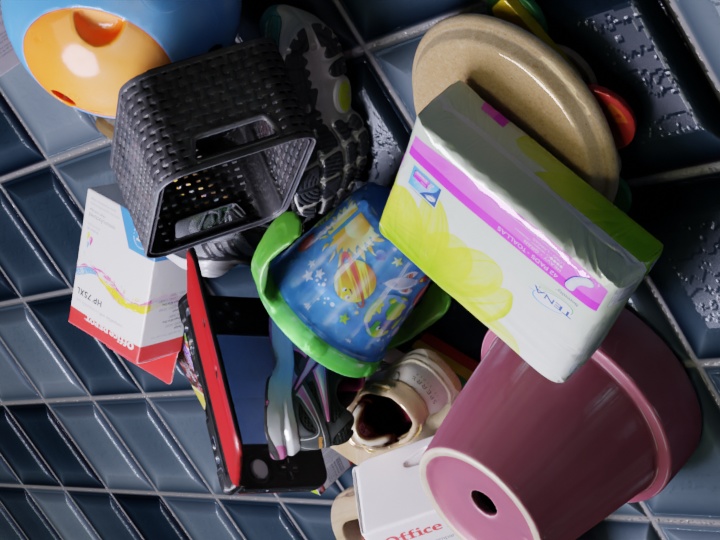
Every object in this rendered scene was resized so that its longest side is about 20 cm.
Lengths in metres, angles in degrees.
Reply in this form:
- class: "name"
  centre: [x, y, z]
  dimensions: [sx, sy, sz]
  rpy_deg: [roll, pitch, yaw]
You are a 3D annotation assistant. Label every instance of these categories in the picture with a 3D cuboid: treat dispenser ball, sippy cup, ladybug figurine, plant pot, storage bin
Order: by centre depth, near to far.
- class: "plant pot"
  centre: [0.151, 0.141, 1.382]
  dimensions: [0.200, 0.179, 0.201]
  rpy_deg: [34, 148, 25]
- class: "storage bin"
  centre: [-0.126, -0.098, 1.388]
  dimensions: [0.200, 0.134, 0.094]
  rpy_deg: [123, 126, -70]
- class: "treat dispenser ball"
  centre: [-0.199, -0.228, 1.399]
  dimensions: [0.200, 0.201, 0.202]
  rpy_deg: [33, 147, 25]
- class: "sippy cup"
  centre: [0.000, 0.000, 1.449]
  dimensions: [0.140, 0.178, 0.130]
  rpy_deg: [46, 112, 11]
- class: "ladybug figurine"
  centre: [0.043, 0.274, 1.789]
  dimensions: [0.136, 0.072, 0.200]
  rpy_deg: [54, 151, -8]

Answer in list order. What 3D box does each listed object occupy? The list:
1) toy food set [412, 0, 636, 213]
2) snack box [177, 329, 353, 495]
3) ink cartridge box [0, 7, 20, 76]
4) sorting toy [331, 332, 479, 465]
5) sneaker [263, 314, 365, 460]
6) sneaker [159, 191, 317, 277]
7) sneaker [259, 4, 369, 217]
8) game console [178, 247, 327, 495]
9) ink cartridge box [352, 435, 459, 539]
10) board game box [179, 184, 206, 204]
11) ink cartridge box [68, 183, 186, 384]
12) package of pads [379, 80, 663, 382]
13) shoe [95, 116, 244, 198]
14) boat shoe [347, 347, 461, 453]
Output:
- class: "toy food set"
  centre: [0.122, -0.110, 1.261]
  dimensions: [0.200, 0.049, 0.198]
  rpy_deg: [50, 150, -2]
- class: "snack box"
  centre: [-0.112, 0.136, 1.839]
  dimensions: [0.168, 0.068, 0.201]
  rpy_deg: [12, 135, 48]
- class: "ink cartridge box"
  centre: [-0.375, -0.309, 1.592]
  dimensions: [0.146, 0.147, 0.201]
  rpy_deg: [16, 136, 45]
- class: "sorting toy"
  centre: [0.035, 0.122, 1.625]
  dimensions: [0.198, 0.070, 0.201]
  rpy_deg: [30, 146, 30]
- class: "sneaker"
  centre: [-0.038, 0.087, 1.500]
  dimensions: [0.086, 0.201, 0.081]
  rpy_deg: [-1, 140, 1]
- class: "sneaker"
  centre: [-0.118, -0.049, 1.588]
  dimensions: [0.199, 0.076, 0.114]
  rpy_deg: [11, 146, 23]
- class: "sneaker"
  centre: [-0.045, -0.139, 1.444]
  dimensions: [0.080, 0.077, 0.201]
  rpy_deg: [40, 146, 46]
- class: "game console"
  centre: [-0.094, 0.093, 1.540]
  dimensions: [0.119, 0.172, 0.201]
  rpy_deg: [-38, 59, 43]
- class: "ink cartridge box"
  centre: [0.098, 0.245, 1.559]
  dimensions: [0.145, 0.084, 0.200]
  rpy_deg: [-21, 133, 13]
- class: "board game box"
  centre: [-0.184, -0.165, 1.611]
  dimensions: [0.200, 0.040, 0.153]
  rpy_deg: [50, 151, -2]
- class: "ink cartridge box"
  centre: [-0.246, 0.019, 1.799]
  dimensions: [0.116, 0.067, 0.201]
  rpy_deg: [26, 116, 33]
- class: "package of pads"
  centre: [0.112, -0.024, 1.255]
  dimensions: [0.200, 0.068, 0.155]
  rpy_deg: [41, 149, 14]
- class: "shoe"
  centre: [-0.174, -0.120, 1.567]
  dimensions: [0.199, 0.054, 0.070]
  rpy_deg: [28, 177, 39]
- class: "boat shoe"
  centre: [0.018, 0.128, 1.512]
  dimensions: [0.074, 0.069, 0.200]
  rpy_deg: [48, 151, 2]
